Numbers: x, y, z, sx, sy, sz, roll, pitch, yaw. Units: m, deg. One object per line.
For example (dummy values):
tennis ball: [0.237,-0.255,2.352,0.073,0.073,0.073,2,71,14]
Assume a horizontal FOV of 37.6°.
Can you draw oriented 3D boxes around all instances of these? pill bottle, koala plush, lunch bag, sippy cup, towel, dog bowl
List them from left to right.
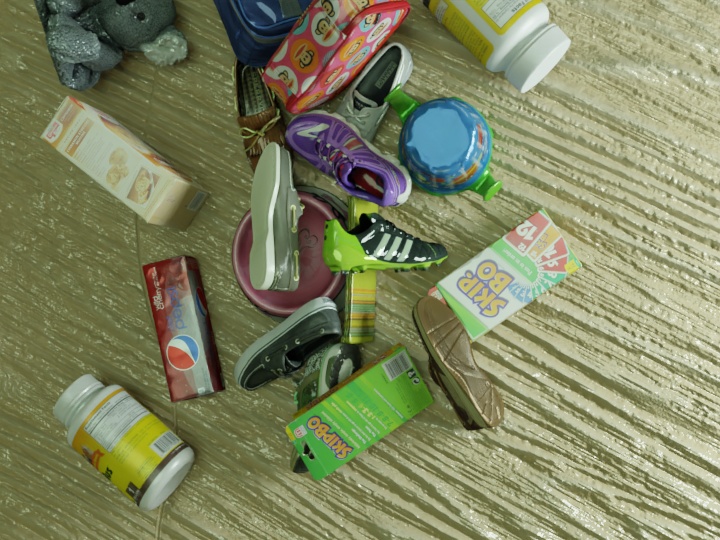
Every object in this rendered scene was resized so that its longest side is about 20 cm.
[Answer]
koala plush: [-0.357,-0.360,1.528,0.197,0.184,0.179,-18,72,-11]
pill bottle: [-0.342,0.241,1.514,0.199,0.109,0.110,39,95,10]
lunch bag: [-0.129,-0.402,1.455,0.134,0.132,0.202,-20,78,-19]
dog bowl: [-0.094,-0.022,1.493,0.197,0.074,0.204,0,88,11]
lunch bag: [-0.028,-0.310,1.433,0.082,0.176,0.200,49,123,5]
towel: [0.000,0.000,1.470,0.018,0.086,0.203,1,88,23]
sippy cup: [0.111,-0.174,1.427,0.175,0.130,0.142,9,91,8]
pill bottle: [0.182,-0.344,1.430,0.114,0.114,0.200,-44,82,6]

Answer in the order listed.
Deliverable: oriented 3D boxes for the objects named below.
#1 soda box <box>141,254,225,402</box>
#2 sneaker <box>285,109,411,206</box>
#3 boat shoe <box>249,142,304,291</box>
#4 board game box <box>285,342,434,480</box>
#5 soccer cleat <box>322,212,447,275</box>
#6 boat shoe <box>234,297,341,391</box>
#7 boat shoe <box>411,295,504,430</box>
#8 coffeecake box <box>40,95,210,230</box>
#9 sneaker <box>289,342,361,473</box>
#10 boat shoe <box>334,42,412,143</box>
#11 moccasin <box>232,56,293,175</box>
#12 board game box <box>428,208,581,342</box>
soda box: [-0.255,0.084,1.525,0.069,0.063,0.203,-13,85,9]
sneaker: [-0.022,-0.153,1.435,0.198,0.083,0.081,31,113,16]
boat shoe: [-0.110,-0.071,1.431,0.060,0.072,0.205,9,75,-29]
board game box: [-0.003,0.194,1.447,0.199,0.030,0.096,-34,108,-13]
soccer cleat: [0.037,-0.038,1.425,0.198,0.067,0.082,-2,89,-34]
boat shoe: [-0.103,0.115,1.466,0.200,0.068,0.057,-42,53,27]
boat shoe: [0.119,0.132,1.447,0.072,0.072,0.201,-26,99,47]
coffeecake box: [-0.330,-0.148,1.500,0.199,0.153,0.073,37,94,9]
sneaker: [-0.065,0.187,1.498,0.088,0.076,0.203,23,95,42]
boat shoe: [0.003,-0.233,1.485,0.073,0.065,0.202,29,93,10]
moccasin: [-0.141,-0.213,1.500,0.073,0.078,0.205,-9,84,12]
board game box: [0.196,0.012,1.455,0.199,0.030,0.096,-36,83,10]
